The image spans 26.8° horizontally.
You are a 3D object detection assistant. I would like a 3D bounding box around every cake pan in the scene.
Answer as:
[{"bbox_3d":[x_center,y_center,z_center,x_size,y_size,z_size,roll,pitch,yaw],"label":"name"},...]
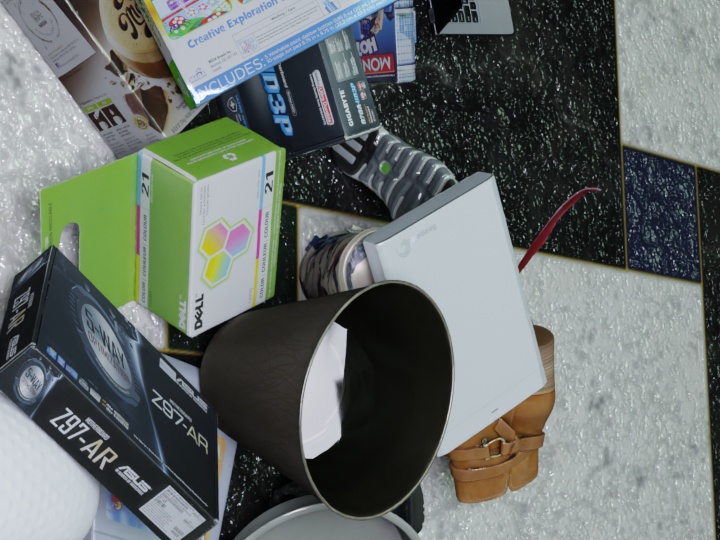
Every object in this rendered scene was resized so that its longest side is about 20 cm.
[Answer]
[{"bbox_3d":[-0.038,0.270,1.276,0.197,0.037,0.203,-8,119,-15],"label":"cake pan"}]

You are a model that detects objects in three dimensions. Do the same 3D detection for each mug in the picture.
[{"bbox_3d":[-0.270,0.173,1.064,0.174,0.147,0.201,16,41,-49],"label":"mug"}]

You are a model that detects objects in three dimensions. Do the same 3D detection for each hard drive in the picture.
[{"bbox_3d":[0.083,0.037,1.268,0.131,0.026,0.202,-30,117,-28],"label":"hard drive"}]

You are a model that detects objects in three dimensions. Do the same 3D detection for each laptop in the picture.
[{"bbox_3d":[0.116,-0.349,1.562,0.198,0.115,0.190,-8,87,-43],"label":"laptop"}]

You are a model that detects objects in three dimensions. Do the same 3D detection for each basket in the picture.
[{"bbox_3d":[-0.038,0.095,1.214,0.135,0.199,0.183,20,80,-31],"label":"basket"}]

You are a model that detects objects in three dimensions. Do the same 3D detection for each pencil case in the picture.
[{"bbox_3d":[0.000,0.000,1.331,0.077,0.200,0.091,13,87,-12],"label":"pencil case"}]

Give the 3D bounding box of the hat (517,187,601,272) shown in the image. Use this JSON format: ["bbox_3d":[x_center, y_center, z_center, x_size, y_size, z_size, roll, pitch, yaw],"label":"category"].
[{"bbox_3d":[0.095,0.022,1.373,0.164,0.176,0.202,17,70,-7],"label":"hat"}]

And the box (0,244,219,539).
[{"bbox_3d":[-0.186,0.095,1.136,0.200,0.043,0.161,49,13,-23],"label":"box"}]

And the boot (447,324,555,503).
[{"bbox_3d":[0.088,0.138,1.374,0.198,0.077,0.157,-12,119,-28],"label":"boot"}]

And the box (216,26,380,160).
[{"bbox_3d":[-0.075,-0.199,1.327,0.046,0.158,0.203,-21,96,-41],"label":"box"}]

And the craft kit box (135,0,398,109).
[{"bbox_3d":[-0.095,-0.263,1.219,0.198,0.048,0.199,-28,99,-11],"label":"craft kit box"}]

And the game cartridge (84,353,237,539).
[{"bbox_3d":[-0.169,0.172,1.250,0.132,0.041,0.203,27,64,-41],"label":"game cartridge"}]

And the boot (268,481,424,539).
[{"bbox_3d":[-0.023,0.168,1.354,0.157,0.079,0.214,-14,92,-43],"label":"boot"}]

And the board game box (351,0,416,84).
[{"bbox_3d":[-0.018,-0.225,1.390,0.061,0.199,0.203,-14,105,-42],"label":"board game box"}]

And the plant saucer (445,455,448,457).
[{"bbox_3d":[0.106,0.094,1.518,0.198,0.037,0.203,9,76,-42],"label":"plant saucer"}]

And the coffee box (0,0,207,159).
[{"bbox_3d":[-0.207,-0.210,1.259,0.201,0.079,0.113,54,52,-21],"label":"coffee box"}]

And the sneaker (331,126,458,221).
[{"bbox_3d":[0.067,-0.076,1.435,0.115,0.200,0.075,16,115,-49],"label":"sneaker"}]

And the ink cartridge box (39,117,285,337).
[{"bbox_3d":[-0.159,-0.020,1.226,0.199,0.075,0.149,-28,135,-43],"label":"ink cartridge box"}]
